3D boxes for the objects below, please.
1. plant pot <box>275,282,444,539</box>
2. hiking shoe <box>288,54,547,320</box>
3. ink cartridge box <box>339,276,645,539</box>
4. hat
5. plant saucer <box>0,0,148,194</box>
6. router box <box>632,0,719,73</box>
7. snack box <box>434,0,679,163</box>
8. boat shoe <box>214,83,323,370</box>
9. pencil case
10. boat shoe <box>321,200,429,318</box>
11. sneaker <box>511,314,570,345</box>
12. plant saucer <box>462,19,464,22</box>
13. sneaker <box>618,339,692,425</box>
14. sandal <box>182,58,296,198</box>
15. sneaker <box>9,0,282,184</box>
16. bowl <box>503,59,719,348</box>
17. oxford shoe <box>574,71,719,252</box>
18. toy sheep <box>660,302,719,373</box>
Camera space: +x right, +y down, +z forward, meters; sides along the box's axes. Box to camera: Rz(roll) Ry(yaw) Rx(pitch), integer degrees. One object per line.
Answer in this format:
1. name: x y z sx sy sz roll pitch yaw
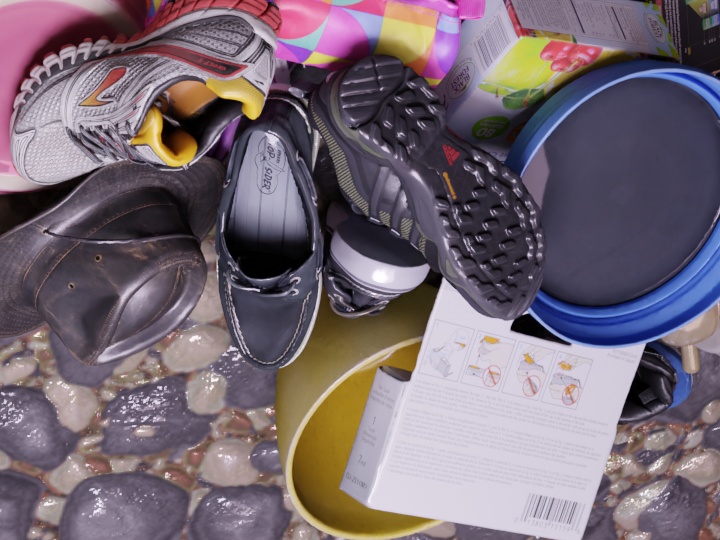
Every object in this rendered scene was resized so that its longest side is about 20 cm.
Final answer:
1. plant pot: 0.016 0.080 1.274 0.200 0.142 0.200 -14 132 -16
2. hiking shoe: 0.039 -0.052 1.069 0.076 0.101 0.200 -44 112 -19
3. ink cartridge box: 0.098 0.093 1.200 0.200 0.044 0.174 15 94 -34
4. hat: -0.159 0.010 1.130 0.200 0.081 0.201 -28 161 -11
5. plant saucer: -0.208 -0.124 1.058 0.200 0.051 0.201 -14 131 -16
6. router box: 0.242 -0.233 1.176 0.150 0.062 0.200 -22 134 -8
7. snack box: 0.102 -0.109 1.168 0.142 0.053 0.200 3 146 -34
8. boat shoe: -0.060 -0.017 1.107 0.074 0.066 0.200 12 114 4
9. pencil case: -0.031 -0.168 1.041 0.199 0.088 0.089 8 125 -16
10. boat shoe: 0.000 0.000 1.165 0.070 0.200 0.066 14 100 -12
11. sneaker: 0.125 0.011 1.300 0.073 0.082 0.200 -15 139 -21
12. plant saucer: 0.059 -0.210 1.125 0.200 0.037 0.201 -13 133 -15
13. sneaker: 0.228 0.093 1.408 0.077 0.111 0.200 -41 133 13
14. sandal: -0.079 -0.124 1.120 0.082 0.050 0.203 10 122 -32
15. sneaker: -0.134 -0.095 1.000 0.200 0.082 0.078 -24 142 33
16. bowl: 0.180 -0.045 1.136 0.200 0.039 0.201 -9 118 -17
17. oxford shoe: 0.200 -0.071 1.216 0.200 0.073 0.071 -32 180 -17
18. toy sheep: 0.317 0.012 1.375 0.200 0.138 0.138 -21 135 -29
